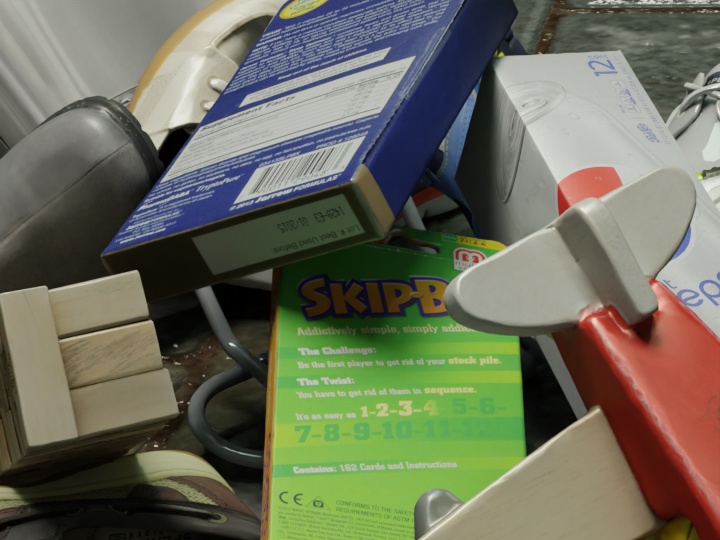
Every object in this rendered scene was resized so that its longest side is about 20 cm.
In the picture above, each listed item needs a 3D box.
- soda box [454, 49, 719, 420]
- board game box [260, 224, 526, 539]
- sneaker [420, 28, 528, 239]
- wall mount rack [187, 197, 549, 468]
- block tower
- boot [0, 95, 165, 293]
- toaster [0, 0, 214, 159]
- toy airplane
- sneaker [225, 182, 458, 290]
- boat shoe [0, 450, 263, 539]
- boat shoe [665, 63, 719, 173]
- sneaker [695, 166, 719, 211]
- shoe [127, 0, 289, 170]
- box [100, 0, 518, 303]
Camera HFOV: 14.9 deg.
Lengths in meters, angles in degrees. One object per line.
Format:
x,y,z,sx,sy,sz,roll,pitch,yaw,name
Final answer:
0.103,0.002,1.070,0.063,0.069,0.201,-4,45,-22,soda box
0.013,0.053,1.014,0.095,0.030,0.201,10,42,-8,board game box
0.030,-0.082,1.249,0.082,0.201,0.074,-23,7,29,sneaker
0.000,0.000,1.148,0.199,0.075,0.174,-21,45,-35,wall mount rack
-0.117,0.047,1.008,0.057,0.054,0.200,-12,-7,-17,block tower
-0.170,0.015,1.107,0.200,0.070,0.132,-40,0,35,boot
-0.120,-0.107,1.280,0.199,0.130,0.114,-28,-13,-29,toaster
0.106,0.069,0.918,0.198,0.141,0.200,11,56,1,toy airplane
-0.011,-0.052,1.298,0.077,0.082,0.200,10,26,30,sneaker
-0.117,0.110,0.944,0.199,0.074,0.065,-19,22,-33,boat shoe
0.176,-0.066,1.315,0.072,0.069,0.200,11,27,32,boat shoe
0.231,-0.013,1.198,0.199,0.076,0.077,-15,39,-9,sneaker
-0.081,-0.036,1.200,0.200,0.070,0.053,-54,40,-5,shoe
-0.012,-0.065,1.095,0.121,0.033,0.200,-15,28,33,box
